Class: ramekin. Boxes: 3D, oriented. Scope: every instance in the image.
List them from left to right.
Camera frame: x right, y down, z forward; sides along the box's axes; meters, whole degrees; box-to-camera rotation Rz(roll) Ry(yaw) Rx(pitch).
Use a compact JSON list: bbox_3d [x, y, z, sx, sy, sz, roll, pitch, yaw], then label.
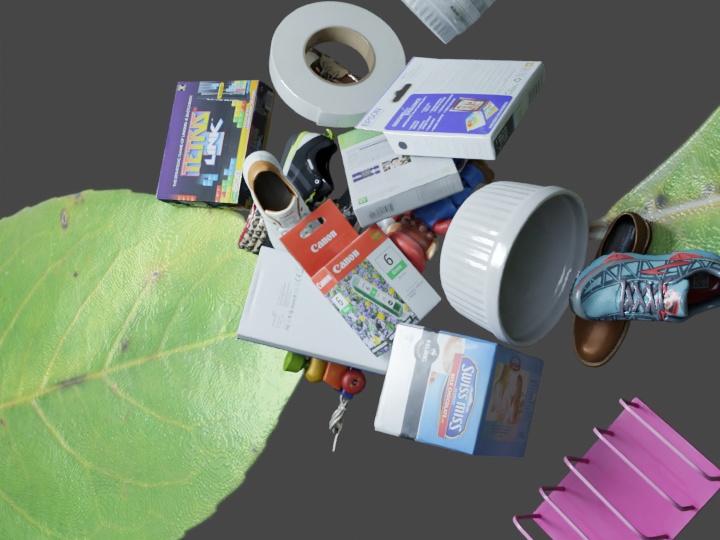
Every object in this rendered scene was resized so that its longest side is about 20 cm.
[{"bbox_3d":[0.188,-0.016,1.159,0.105,0.200,0.201,23,90,38],"label":"ramekin"}]

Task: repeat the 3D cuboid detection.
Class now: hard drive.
[{"bbox_3d":[-0.051,0.052,1.239,0.199,0.025,0.133,14,62,-3],"label":"hard drive"}]

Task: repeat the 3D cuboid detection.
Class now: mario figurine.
[{"bbox_3d":[0.101,-0.068,1.295,0.200,0.106,0.123,-54,25,-4],"label":"mario figurine"}]

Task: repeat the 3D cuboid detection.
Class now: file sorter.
[{"bbox_3d":[0.296,0.264,1.077,0.139,0.125,0.200,44,100,28],"label":"file sorter"}]

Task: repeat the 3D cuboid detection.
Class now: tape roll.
[{"bbox_3d":[-0.033,-0.301,1.356,0.201,0.037,0.204,5,64,-10],"label":"tape roll"}]

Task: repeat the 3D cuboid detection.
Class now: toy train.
[{"bbox_3d":[-0.056,0.140,1.283,0.115,0.085,0.201,18,87,-16],"label":"toy train"}]

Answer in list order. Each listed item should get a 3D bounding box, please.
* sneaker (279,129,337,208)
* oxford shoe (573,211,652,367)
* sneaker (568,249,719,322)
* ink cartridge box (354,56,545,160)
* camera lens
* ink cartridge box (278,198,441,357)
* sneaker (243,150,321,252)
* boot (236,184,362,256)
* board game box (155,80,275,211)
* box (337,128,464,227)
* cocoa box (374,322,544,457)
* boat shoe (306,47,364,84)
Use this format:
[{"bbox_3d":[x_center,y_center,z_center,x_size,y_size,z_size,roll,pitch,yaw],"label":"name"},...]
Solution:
[{"bbox_3d":[-0.083,-0.117,1.388,0.082,0.072,0.201,9,83,28],"label":"sneaker"},{"bbox_3d":[0.304,0.020,1.158,0.071,0.071,0.201,15,88,27],"label":"oxford shoe"},{"bbox_3d":[0.343,0.020,1.080,0.199,0.096,0.080,-11,106,0],"label":"sneaker"},{"bbox_3d":[0.123,-0.223,1.257,0.199,0.044,0.198,10,44,29],"label":"ink cartridge box"},{"bbox_3d":[0.138,-0.438,1.290,0.200,0.160,0.160,-45,63,12],"label":"camera lens"},{"bbox_3d":[0.000,0.000,1.210,0.200,0.109,0.050,50,147,-1],"label":"ink cartridge box"},{"bbox_3d":[-0.097,-0.061,1.256,0.073,0.201,0.085,-32,22,2],"label":"sneaker"},{"bbox_3d":[-0.074,-0.082,1.335,0.150,0.073,0.201,25,99,-13],"label":"boot"},{"bbox_3d":[-0.232,-0.201,1.493,0.164,0.057,0.201,4,81,27],"label":"board game box"},{"bbox_3d":[0.050,-0.148,1.266,0.144,0.036,0.201,-19,38,6],"label":"box"},{"bbox_3d":[0.128,0.150,1.147,0.131,0.200,0.134,11,84,28],"label":"cocoa box"},{"bbox_3d":[-0.055,-0.286,1.409,0.200,0.072,0.076,36,97,29],"label":"boat shoe"}]
